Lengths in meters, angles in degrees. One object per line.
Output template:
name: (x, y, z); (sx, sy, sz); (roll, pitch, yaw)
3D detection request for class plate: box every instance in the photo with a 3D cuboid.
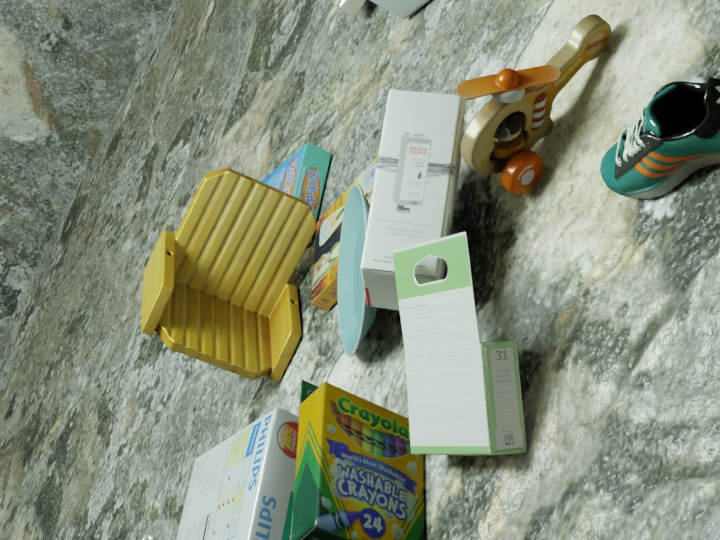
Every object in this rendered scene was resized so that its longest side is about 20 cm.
plate: (0.000, 0.000, 1.583); (0.200, 0.025, 0.202); (-179, 90, -81)

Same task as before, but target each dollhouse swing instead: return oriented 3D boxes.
dollhouse swing: (-0.154, 0.003, 1.766); (0.176, 0.199, 0.182); (-54, 26, 28)

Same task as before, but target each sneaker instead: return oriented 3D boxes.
sneaker: (0.260, -0.119, 1.161); (0.200, 0.079, 0.072); (-24, 46, 57)

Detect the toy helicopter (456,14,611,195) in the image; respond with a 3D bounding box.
toy helicopter: (0.174, -0.183, 1.372); (0.200, 0.132, 0.079); (-47, 54, 0)

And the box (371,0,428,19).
box: (0.049, -0.481, 1.815); (0.199, 0.199, 0.173); (-28, 45, 53)

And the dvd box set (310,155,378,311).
dvd box set: (0.003, -0.060, 1.715); (0.200, 0.029, 0.147); (-45, 31, 40)

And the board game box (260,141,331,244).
board game box: (-0.122, -0.077, 1.980); (0.200, 0.045, 0.153); (-32, 39, 53)

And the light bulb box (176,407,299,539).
light bulb box: (-0.107, 0.285, 1.494); (0.200, 0.124, 0.200); (-35, 37, 48)

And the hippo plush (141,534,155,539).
hippo plush: (-0.339, 0.445, 1.847); (0.160, 0.199, 0.161); (-15, 75, 30)

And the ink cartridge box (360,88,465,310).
ink cartridge box: (0.057, -0.070, 1.444); (0.147, 0.082, 0.202); (78, -160, -73)

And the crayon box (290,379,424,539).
crayon box: (0.000, 0.197, 1.351); (0.052, 0.125, 0.201); (-45, 31, 37)

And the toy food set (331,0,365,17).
toy food set: (0.014, -0.479, 2.083); (0.144, 0.060, 0.200); (-56, 17, 23)

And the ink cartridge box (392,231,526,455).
ink cartridge box: (0.090, 0.072, 1.284); (0.145, 0.048, 0.202); (-14, 79, 62)
